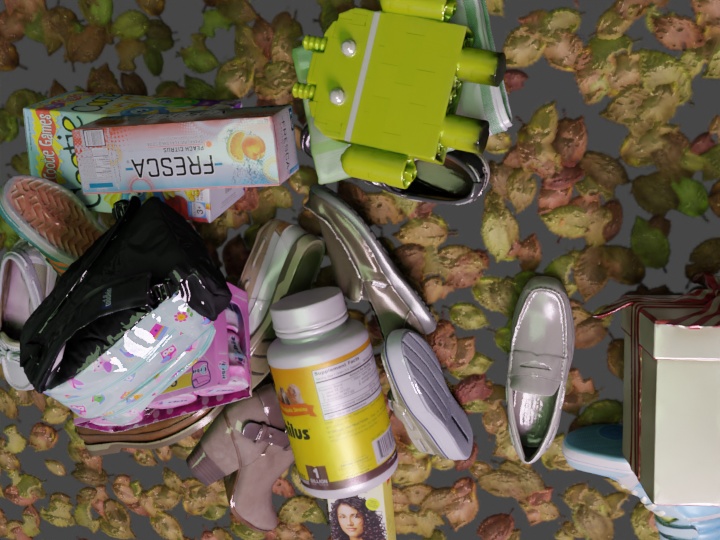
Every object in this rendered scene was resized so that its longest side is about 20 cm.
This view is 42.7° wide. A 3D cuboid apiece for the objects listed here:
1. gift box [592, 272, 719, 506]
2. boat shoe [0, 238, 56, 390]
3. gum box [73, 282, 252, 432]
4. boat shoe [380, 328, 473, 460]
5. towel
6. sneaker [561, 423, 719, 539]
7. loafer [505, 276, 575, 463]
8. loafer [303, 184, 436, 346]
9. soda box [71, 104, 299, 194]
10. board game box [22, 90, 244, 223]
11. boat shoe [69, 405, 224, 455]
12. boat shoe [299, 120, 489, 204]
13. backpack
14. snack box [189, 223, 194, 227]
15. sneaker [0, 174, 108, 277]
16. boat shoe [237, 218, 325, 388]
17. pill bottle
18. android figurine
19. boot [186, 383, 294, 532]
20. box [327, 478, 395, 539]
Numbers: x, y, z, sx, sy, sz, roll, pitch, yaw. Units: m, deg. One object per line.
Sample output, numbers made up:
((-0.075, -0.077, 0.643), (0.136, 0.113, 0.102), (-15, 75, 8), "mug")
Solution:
((0.318, 0.101, 0.839), (0.197, 0.185, 0.190), (1, 95, 1), "gift box")
((-0.406, 0.059, 1.100), (0.074, 0.065, 0.204), (19, 115, 7), "boat shoe")
((-0.203, 0.089, 0.959), (0.198, 0.066, 0.115), (-17, 66, 23), "gum box")
((0.061, 0.142, 0.983), (0.061, 0.073, 0.201), (-10, 130, 25), "boat shoe")
((0.034, -0.177, 0.879), (0.198, 0.031, 0.151), (-15, 80, 19), "towel")
((0.310, 0.240, 0.978), (0.197, 0.080, 0.132), (6, 111, 13), "sneaker")
((0.187, 0.106, 0.961), (0.069, 0.070, 0.203), (3, 112, 13), "loafer")
((0.000, 0.000, 0.958), (0.069, 0.075, 0.201), (-37, 99, 2), "loafer")
((-0.161, -0.112, 0.853), (0.197, 0.068, 0.064), (-1, 109, 14), "soda box")
((-0.232, -0.123, 0.961), (0.197, 0.105, 0.104), (5, 112, 11), "board game box")
((-0.247, 0.157, 1.038), (0.198, 0.072, 0.069), (-18, 111, 22), "boat shoe")
((0.030, -0.113, 0.919), (0.197, 0.068, 0.073), (17, 117, 9), "boat shoe")
((-0.222, 0.049, 0.866), (0.200, 0.167, 0.126), (-44, 128, 5), "backpack")
((-0.221, 0.061, 1.059), (0.141, 0.053, 0.202), (-14, 108, 21), "snack box")
((-0.296, -0.020, 0.942), (0.079, 0.072, 0.200), (-18, 137, 33), "sneaker")
((-0.110, 0.041, 1.009), (0.068, 0.075, 0.202), (31, 98, 23), "boat shoe")
((-0.033, 0.124, 0.956), (0.108, 0.109, 0.203), (-10, 101, 18), "pill bottle")
((0.029, -0.172, 0.849), (0.198, 0.041, 0.184), (17, 94, 20), "android figurine")
((-0.104, 0.219, 1.080), (0.146, 0.070, 0.200), (-36, 134, 1), "boot")
((-0.002, 0.243, 1.076), (0.074, 0.050, 0.203), (-1, 110, 14), "box")
